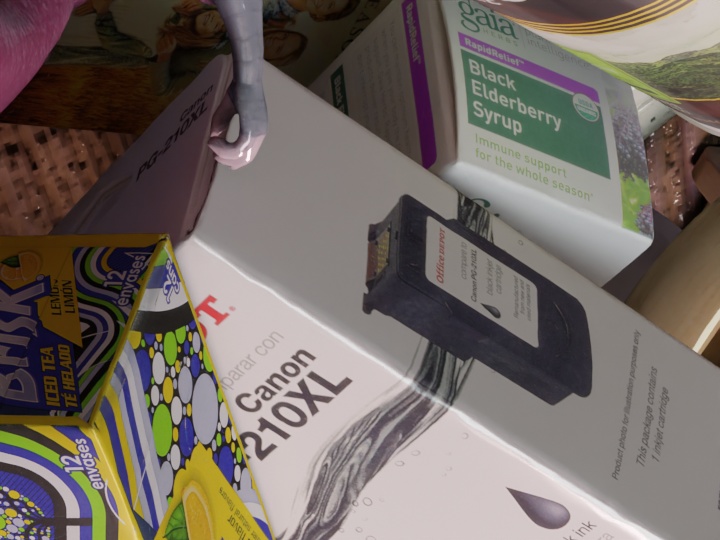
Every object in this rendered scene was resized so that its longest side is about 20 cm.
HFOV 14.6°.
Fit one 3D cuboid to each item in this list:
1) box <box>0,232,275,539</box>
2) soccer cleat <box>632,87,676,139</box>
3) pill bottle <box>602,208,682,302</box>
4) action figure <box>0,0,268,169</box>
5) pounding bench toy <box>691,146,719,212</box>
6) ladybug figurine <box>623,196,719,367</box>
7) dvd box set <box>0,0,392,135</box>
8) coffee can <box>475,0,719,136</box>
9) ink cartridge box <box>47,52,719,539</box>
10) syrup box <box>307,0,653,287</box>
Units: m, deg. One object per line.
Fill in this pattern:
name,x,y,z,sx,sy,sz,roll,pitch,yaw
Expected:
box,-0.064,0.085,0.769,0.064,0.070,0.201,0,135,19
soccer cleat,0.104,-0.087,0.923,0.200,0.069,0.078,-46,179,37
pill bottle,0.052,0.071,1.059,0.111,0.112,0.201,-2,133,-35
action figure,-0.093,-0.094,0.733,0.200,0.133,0.150,-42,127,-41
pounding bench toy,0.198,0.065,1.089,0.124,0.200,0.157,1,131,-37
ladybug figurine,0.145,0.040,0.935,0.135,0.072,0.200,35,104,-7
dvd box set,-0.027,-0.103,0.876,0.199,0.029,0.147,3,130,-40
coffee can,0.079,-0.132,0.783,0.146,0.147,0.199,-48,142,17
ink cartridge box,-0.002,0.049,0.831,0.199,0.085,0.145,33,131,-18
syrup box,0.000,0.000,0.909,0.078,0.082,0.200,19,138,-30
